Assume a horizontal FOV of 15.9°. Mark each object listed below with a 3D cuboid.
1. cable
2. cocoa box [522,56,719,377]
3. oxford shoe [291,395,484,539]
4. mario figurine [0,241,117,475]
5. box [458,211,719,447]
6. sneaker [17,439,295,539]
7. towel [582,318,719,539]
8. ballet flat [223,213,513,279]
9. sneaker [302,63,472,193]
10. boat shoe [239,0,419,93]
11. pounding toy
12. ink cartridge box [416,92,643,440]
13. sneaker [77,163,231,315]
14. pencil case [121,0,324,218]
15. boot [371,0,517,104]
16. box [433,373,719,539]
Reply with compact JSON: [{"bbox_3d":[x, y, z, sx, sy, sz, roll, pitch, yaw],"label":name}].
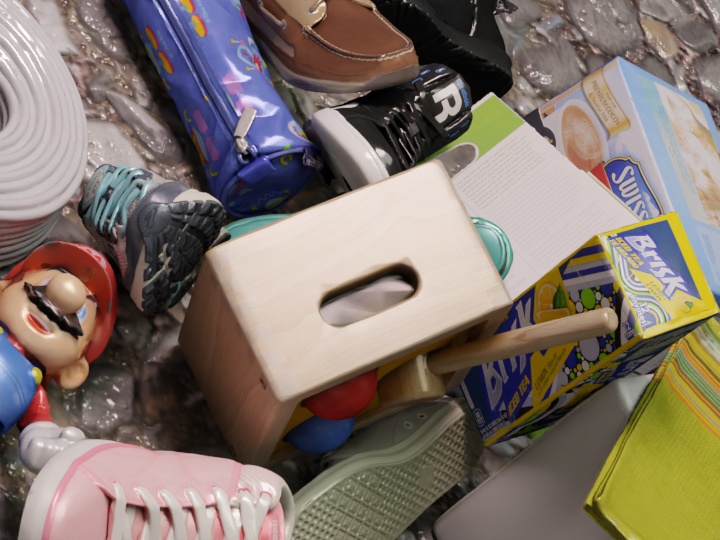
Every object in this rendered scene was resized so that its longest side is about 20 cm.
[{"bbox_3d":[-0.252,-0.099,1.541,0.200,0.069,0.201,30,42,-24],"label":"cable"},{"bbox_3d":[0.200,-0.027,1.861,0.133,0.131,0.201,20,46,-49],"label":"cocoa box"},{"bbox_3d":[0.003,0.132,1.618,0.058,0.076,0.200,20,34,32],"label":"oxford shoe"},{"bbox_3d":[-0.199,0.044,1.441,0.200,0.106,0.124,-50,132,-44],"label":"mario figurine"},{"bbox_3d":[0.132,0.039,1.568,0.064,0.200,0.070,-15,75,-32],"label":"box"},{"bbox_3d":[-0.102,0.138,1.422,0.200,0.104,0.076,1,100,-66],"label":"sneaker"},{"bbox_3d":[0.199,0.107,1.539,0.086,0.018,0.200,42,42,-4],"label":"towel"},{"bbox_3d":[0.000,0.000,1.690,0.199,0.070,0.068,-1,74,0],"label":"ballet flat"},{"bbox_3d":[0.027,-0.098,1.703,0.073,0.112,0.200,63,-5,-11],"label":"sneaker"},{"bbox_3d":[-0.033,-0.172,1.737,0.076,0.072,0.200,-21,31,-32],"label":"boat shoe"},{"bbox_3d":[0.017,0.036,1.539,0.199,0.184,0.143,-22,75,-17],"label":"pounding toy"},{"bbox_3d":[0.104,-0.008,1.759,0.200,0.148,0.076,46,-10,36],"label":"ink cartridge box"},{"bbox_3d":[-0.135,-0.025,1.543,0.086,0.078,0.200,37,-6,2],"label":"sneaker"},{"bbox_3d":[-0.097,-0.132,1.712,0.201,0.078,0.087,63,5,18],"label":"pencil case"},{"bbox_3d":[0.037,-0.223,1.917,0.198,0.073,0.163,23,48,-40],"label":"boot"},{"bbox_3d":[0.200,0.178,1.651,0.199,0.200,0.172,-6,62,-45],"label":"box"}]
